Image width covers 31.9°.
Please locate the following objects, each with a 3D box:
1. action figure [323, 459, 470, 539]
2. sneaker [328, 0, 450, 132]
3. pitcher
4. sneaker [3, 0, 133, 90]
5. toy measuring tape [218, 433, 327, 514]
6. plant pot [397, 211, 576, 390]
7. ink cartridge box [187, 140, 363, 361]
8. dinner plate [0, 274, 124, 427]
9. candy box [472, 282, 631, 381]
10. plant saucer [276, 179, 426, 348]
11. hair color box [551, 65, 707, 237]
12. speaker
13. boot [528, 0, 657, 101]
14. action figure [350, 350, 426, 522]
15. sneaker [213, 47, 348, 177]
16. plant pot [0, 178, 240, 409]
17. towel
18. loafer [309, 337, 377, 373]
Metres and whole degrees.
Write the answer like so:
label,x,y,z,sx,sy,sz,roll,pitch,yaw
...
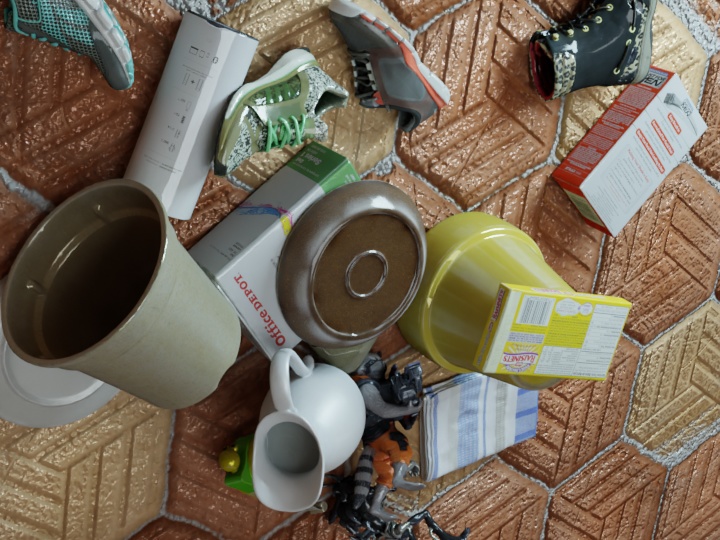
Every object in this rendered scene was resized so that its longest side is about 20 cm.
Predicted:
label,x,y,z,sx,sy,sz,roll,pitch,yaw
action figure,0.036,0.311,1.628,0.199,0.102,0.119,36,122,-2
sneaker,0.022,-0.220,1.398,0.082,0.077,0.200,-49,129,2
pitcher,-0.063,0.155,1.425,0.120,0.200,0.173,1,103,12
sneaker,-0.289,-0.243,1.185,0.091,0.078,0.201,-32,123,1
toy measuring tape,-0.104,0.242,1.528,0.200,0.073,0.074,32,91,-49
plant pot,0.173,0.051,1.549,0.199,0.189,0.202,-15,119,-28
ink cartridge box,-0.074,-0.021,1.411,0.200,0.084,0.145,-42,128,-13
dinner plate,-0.315,0.079,1.331,0.199,0.024,0.202,-14,117,-29
candy box,0.224,0.073,1.455,0.199,0.026,0.103,7,109,-36
plant saucer,0.000,0.000,1.400,0.199,0.032,0.202,-17,121,-30
hair color box,0.355,-0.158,1.661,0.200,0.064,0.111,-48,128,-6
speaker,-0.176,-0.156,1.284,0.081,0.081,0.201,15,101,-38
boot,0.282,-0.311,1.536,0.153,0.073,0.205,-18,118,-24
action figure,0.026,0.182,1.518,0.104,0.195,0.200,-8,152,-8
sneaker,-0.078,-0.156,1.297,0.200,0.088,0.077,-51,162,-37
plant pot,-0.222,0.042,1.262,0.201,0.200,0.183,-50,138,-5
towel,0.164,0.198,1.715,0.199,0.024,0.148,-16,120,-28
loafer,0.004,0.029,1.494,0.067,0.076,0.201,19,99,-45
